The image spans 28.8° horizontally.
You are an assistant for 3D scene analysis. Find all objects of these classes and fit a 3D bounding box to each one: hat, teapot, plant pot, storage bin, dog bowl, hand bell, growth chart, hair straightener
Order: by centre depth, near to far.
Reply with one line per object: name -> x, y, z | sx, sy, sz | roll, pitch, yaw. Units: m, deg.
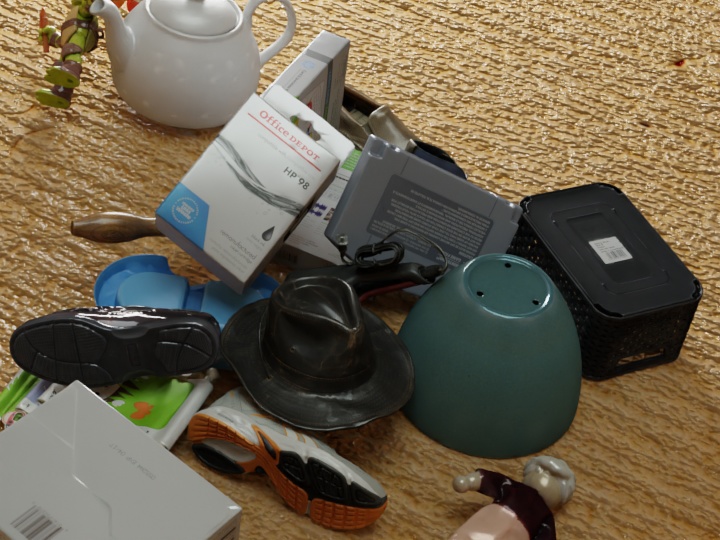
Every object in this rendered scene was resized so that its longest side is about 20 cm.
hat -> -0.034, 0.057, 1.322 | 0.198, 0.082, 0.202 | 8, 34, -6
growth chart -> -0.244, 0.119, 1.326 | 0.197, 0.018, 0.145 | 9, 40, 10
plant pot -> 0.133, 0.065, 1.390 | 0.197, 0.136, 0.202 | 6, 42, -5
hair straightener -> 0.000, 0.000, 1.405 | 0.198, 0.077, 0.041 | -9, 38, 36
dog bowl -> -0.170, 0.045, 1.414 | 0.197, 0.050, 0.112 | 8, 41, -2
hand bell -> -0.198, -0.045, 1.446 | 0.197, 0.105, 0.105 | -2, 42, -22
storage bin -> 0.257, 0.008, 1.512 | 0.134, 0.095, 0.201 | -11, 45, -23
teapot -> -0.201, -0.277, 1.685 | 0.195, 0.147, 0.201 | 23, 38, 7

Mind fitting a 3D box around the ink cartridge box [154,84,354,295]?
ink cartridge box -> -0.101, -0.092, 1.404 | 0.115, 0.067, 0.201 | 37, 76, 2

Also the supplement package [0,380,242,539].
supplement package -> -0.224, 0.219, 1.161 | 0.199, 0.112, 0.155 | 32, 45, 24

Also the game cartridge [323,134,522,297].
game cartridge -> 0.064, -0.044, 1.470 | 0.198, 0.135, 0.040 | 24, 4, -27

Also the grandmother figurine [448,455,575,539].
grandmother figurine -> 0.131, 0.230, 1.268 | 0.199, 0.061, 0.122 | -34, 85, -42

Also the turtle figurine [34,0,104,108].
turtle figurine -> -0.348, -0.277, 1.692 | 0.064, 0.199, 0.163 | 26, 58, -30

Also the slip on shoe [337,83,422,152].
slip on shoe -> 0.023, -0.167, 1.682 | 0.199, 0.061, 0.076 | 36, 47, 26

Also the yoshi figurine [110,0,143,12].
yoshi figurine -> -0.262, -0.378, 1.763 | 0.199, 0.111, 0.114 | 23, 59, -48

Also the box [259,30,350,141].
box -> -0.076, -0.155, 1.577 | 0.041, 0.157, 0.200 | 22, 42, 15

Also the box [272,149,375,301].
box -> -0.010, -0.060, 1.577 | 0.143, 0.037, 0.201 | 22, 44, 12

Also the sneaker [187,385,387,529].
sneaker -> -0.055, 0.160, 1.294 | 0.198, 0.076, 0.092 | 26, 39, 15

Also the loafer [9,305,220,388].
loafer -> -0.229, 0.067, 1.331 | 0.197, 0.073, 0.063 | -1, 20, 1

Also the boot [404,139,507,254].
boot -> 0.106, -0.075, 1.530 | 0.198, 0.098, 0.075 | 12, 25, -36
